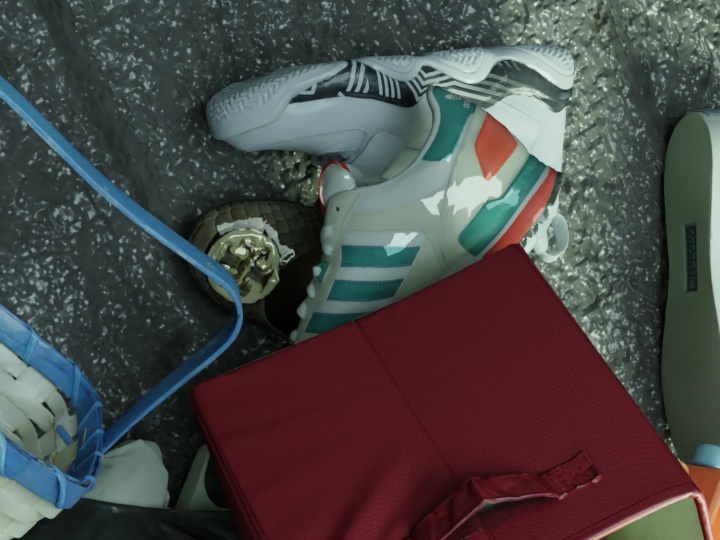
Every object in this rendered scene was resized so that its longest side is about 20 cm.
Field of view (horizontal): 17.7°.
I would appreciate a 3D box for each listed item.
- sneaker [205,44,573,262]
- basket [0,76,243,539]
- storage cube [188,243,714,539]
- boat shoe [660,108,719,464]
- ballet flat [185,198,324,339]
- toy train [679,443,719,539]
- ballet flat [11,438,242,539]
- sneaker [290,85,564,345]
[{"bbox_3d":[0.022,-0.049,1.144,0.199,0.075,0.116,-8,94,-27],"label":"sneaker"},{"bbox_3d":[-0.175,0.028,1.013,0.200,0.139,0.176,-42,111,15],"label":"basket"},{"bbox_3d":[0.046,0.128,1.015,0.170,0.180,0.201,-24,132,-8],"label":"storage cube"},{"bbox_3d":[0.206,0.015,1.234,0.071,0.070,0.203,0,90,-21],"label":"boat shoe"},{"bbox_3d":[0.003,0.023,1.147,0.199,0.046,0.068,28,111,-25],"label":"ballet flat"},{"bbox_3d":[0.103,0.159,1.141,0.201,0.149,0.056,-61,139,-22],"label":"toy train"},{"bbox_3d":[-0.091,0.117,1.113,0.199,0.068,0.069,6,80,-35],"label":"ballet flat"},{"bbox_3d":[0.000,0.000,1.092,0.093,0.070,0.200,44,98,-3],"label":"sneaker"}]
